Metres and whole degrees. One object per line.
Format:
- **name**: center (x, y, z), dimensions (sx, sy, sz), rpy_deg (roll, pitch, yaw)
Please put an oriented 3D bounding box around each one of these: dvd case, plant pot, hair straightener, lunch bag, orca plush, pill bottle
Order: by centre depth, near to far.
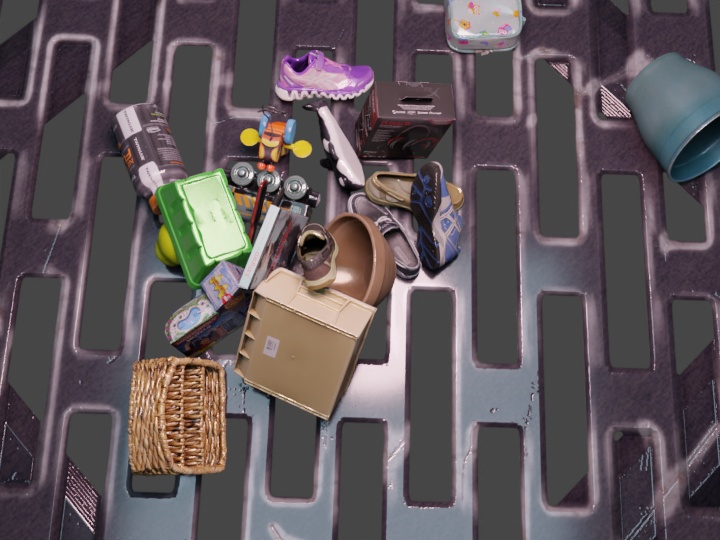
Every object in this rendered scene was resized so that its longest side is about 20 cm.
- **dvd case**: center (-0.148, -0.037, 1.422), dimensions (0.022, 0.200, 0.147), rpy_deg (23, 92, 11)
- **plant pot**: center (0.000, 0.000, 1.491), dimensions (0.092, 0.200, 0.202), rpy_deg (8, 71, -37)
- **hair straightener**: center (-0.174, -0.063, 1.510), dimensions (0.076, 0.041, 0.201), rpy_deg (21, 110, 5)
- **pill bottle**: center (-0.396, -0.209, 1.558), dimensions (0.106, 0.106, 0.201), rpy_deg (-23, 76, -7)
- **plant pot**: center (0.616, -0.306, 1.563), dimensions (0.199, 0.200, 0.189), rpy_deg (-28, 62, -8)
- **orca plush**: center (-0.063, -0.232, 1.588), dimensions (0.071, 0.105, 0.201), rpy_deg (-33, 88, 26)
- **lunch bag**: center (0.253, -0.540, 1.671), dimensions (0.159, 0.077, 0.202), rpy_deg (-1, 75, -2)

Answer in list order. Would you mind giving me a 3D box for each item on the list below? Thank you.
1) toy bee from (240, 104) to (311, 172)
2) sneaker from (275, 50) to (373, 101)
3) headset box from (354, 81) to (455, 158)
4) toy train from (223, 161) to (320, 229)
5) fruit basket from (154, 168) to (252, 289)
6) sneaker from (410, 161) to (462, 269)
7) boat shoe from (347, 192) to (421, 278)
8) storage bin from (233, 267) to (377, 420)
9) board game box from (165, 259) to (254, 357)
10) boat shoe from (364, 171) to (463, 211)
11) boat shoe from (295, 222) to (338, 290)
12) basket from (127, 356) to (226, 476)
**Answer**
- **toy bee**: center (-0.171, -0.240, 1.536), dimensions (0.130, 0.200, 0.110), rpy_deg (15, 93, 24)
- **sneaker**: center (-0.072, -0.391, 1.611), dimensions (0.198, 0.089, 0.081), rpy_deg (-4, 43, -3)
- **headset box**: center (0.081, -0.282, 1.524), dimensions (0.147, 0.200, 0.076), rpy_deg (-1, 74, -14)
- **toy train**: center (-0.179, -0.133, 1.557), dimensions (0.198, 0.085, 0.115), rpy_deg (15, 85, 3)
- **fruit basket**: center (-0.294, -0.069, 1.492), dimensions (0.155, 0.216, 0.217), rpy_deg (-19, 75, -23)
- **sneaker**: center (0.145, -0.107, 1.525), dimensions (0.077, 0.076, 0.202), rpy_deg (-19, 115, -32)
- **boat shoe**: center (0.046, -0.074, 1.547), dimensions (0.071, 0.068, 0.201), rpy_deg (-33, 78, -9)
- **storage bin**: center (-0.102, 0.127, 1.419), dimensions (0.197, 0.201, 0.094), rpy_deg (24, 34, 6)
- **board game box**: center (-0.252, 0.061, 1.437), dimensions (0.199, 0.200, 0.062), rpy_deg (-34, 74, -8)
- **boat shoe**: center (0.110, -0.152, 1.555), dimensions (0.199, 0.063, 0.074), rpy_deg (10, 73, -14)
- **boat shoe**: center (-0.078, -0.041, 1.422), dimensions (0.071, 0.201, 0.066), rpy_deg (-15, 120, 3)
- **basket**: center (-0.315, 0.252, 1.416), dimensions (0.148, 0.143, 0.202), rpy_deg (-2, 75, 0)
